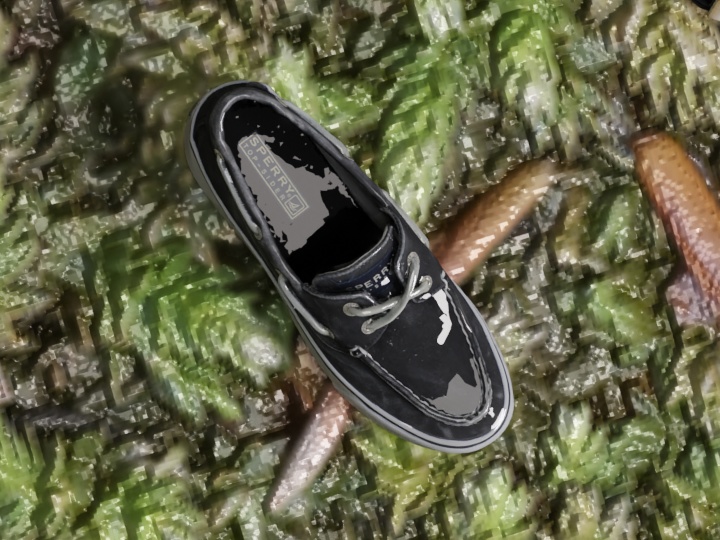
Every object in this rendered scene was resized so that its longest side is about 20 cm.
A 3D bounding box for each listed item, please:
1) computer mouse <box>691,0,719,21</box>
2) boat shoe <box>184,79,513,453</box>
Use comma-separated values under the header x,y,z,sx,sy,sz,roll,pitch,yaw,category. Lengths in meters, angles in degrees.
x,y,z,sx,sy,sz,roll,pitch,yaw,category
0.216,-0.198,1.236,0.109,0.044,0.201,13,95,-8,computer mouse
0.000,0.000,1.181,0.072,0.068,0.200,-37,99,-8,boat shoe
